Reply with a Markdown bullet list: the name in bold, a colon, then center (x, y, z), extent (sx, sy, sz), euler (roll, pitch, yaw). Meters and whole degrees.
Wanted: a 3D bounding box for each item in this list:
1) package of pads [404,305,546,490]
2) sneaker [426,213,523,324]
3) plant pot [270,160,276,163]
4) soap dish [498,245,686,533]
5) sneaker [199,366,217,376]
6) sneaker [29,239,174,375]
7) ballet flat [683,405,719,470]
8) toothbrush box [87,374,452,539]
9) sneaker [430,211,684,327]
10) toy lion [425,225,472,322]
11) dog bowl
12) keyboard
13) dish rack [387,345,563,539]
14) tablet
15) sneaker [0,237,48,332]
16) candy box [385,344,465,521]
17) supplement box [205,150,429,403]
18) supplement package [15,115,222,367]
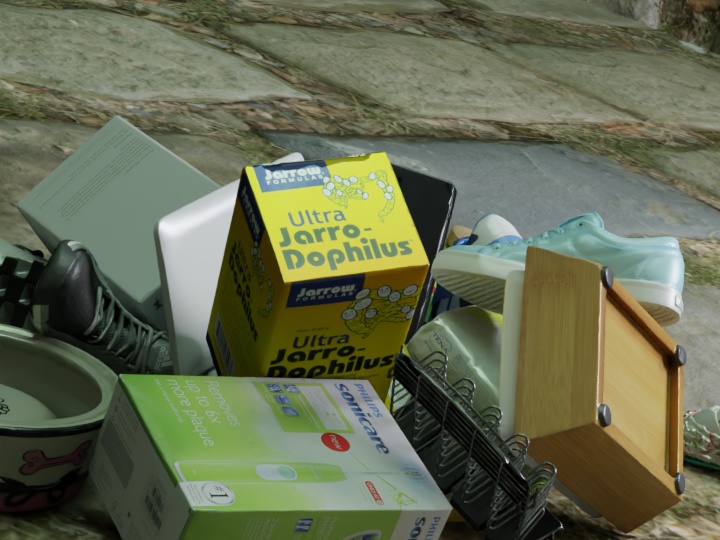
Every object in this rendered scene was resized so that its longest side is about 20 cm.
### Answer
- **package of pads**: center (0.135, 0.095, 1.830), extent (0.155, 0.068, 0.200), euler (53, 31, 18)
- **sneaker**: center (0.099, 0.018, 1.975), extent (0.074, 0.200, 0.082), euler (-15, 72, -28)
- **plant pot**: center (-0.032, -0.023, 1.985), extent (0.200, 0.135, 0.200), euler (11, 2, 0)
- **soap dish**: center (0.179, 0.090, 1.696), extent (0.081, 0.158, 0.200), euler (-10, -30, 28)
- **sneaker**: center (-0.089, 0.090, 1.761), extent (0.081, 0.075, 0.200), euler (4, 19, 14)
- **sneaker**: center (-0.178, 0.045, 1.709), extent (0.115, 0.075, 0.200), euler (21, -18, 10)
- **ballet flat**: center (0.342, 0.149, 1.924), extent (0.200, 0.064, 0.076), euler (20, 19, 24)
- **toothbrush box**: center (-0.063, 0.147, 1.525), extent (0.200, 0.086, 0.146), euler (5, 32, -31)
- **sneaker**: center (0.158, -0.007, 1.783), extent (0.199, 0.082, 0.074), euler (9, -25, 4)
- **toy lion**: center (0.059, 0.003, 2.143), extent (0.200, 0.069, 0.192), euler (25, 19, -13)
- **dog bowl**: center (-0.268, 0.102, 1.579), extent (0.200, 0.074, 0.200), euler (13, 16, -4)
- **keyboard**: center (0.000, 0.000, 1.886), extent (0.127, 0.200, 0.021), euler (18, -18, -7)
- **dish rack**: center (0.079, 0.123, 1.586), extent (0.153, 0.055, 0.200), euler (45, -16, 16)
- **tablet**: center (-0.092, -0.005, 1.752), extent (0.014, 0.130, 0.200), euler (4, 20, 31)
- **sneaker**: center (-0.286, 0.017, 1.874), extent (0.200, 0.074, 0.088), euler (25, 1, 41)
- **candy box**: center (0.008, 0.106, 1.717), extent (0.102, 0.026, 0.200), euler (5, 46, -34)
- **supplement box**: center (-0.034, 0.023, 1.609), extent (0.109, 0.200, 0.110), euler (-8, 53, -19)
- **supplement package**: center (-0.167, -0.017, 1.859), extent (0.200, 0.121, 0.120), euler (35, -18, 44)
